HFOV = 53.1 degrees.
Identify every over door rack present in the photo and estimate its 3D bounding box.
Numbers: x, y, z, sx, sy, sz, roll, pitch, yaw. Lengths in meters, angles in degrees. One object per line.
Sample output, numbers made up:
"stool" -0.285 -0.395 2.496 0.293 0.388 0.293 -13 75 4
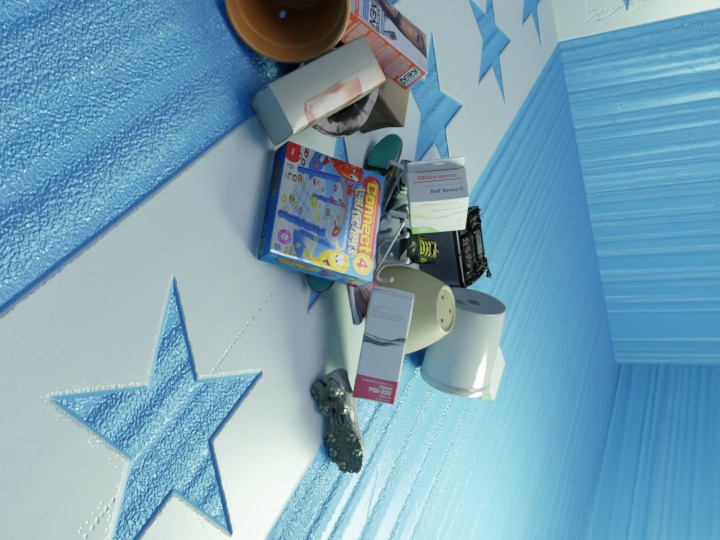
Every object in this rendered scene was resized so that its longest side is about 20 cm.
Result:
"over door rack" 0.070 -0.092 1.435 0.201 0.066 0.149 101 -8 -50

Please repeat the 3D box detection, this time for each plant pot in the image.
"plant pot" -0.109 -0.460 1.159 0.141 0.198 0.201 -85 153 -46

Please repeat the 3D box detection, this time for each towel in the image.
"towel" 0.000 0.000 1.385 0.200 0.030 0.148 -67 149 -70

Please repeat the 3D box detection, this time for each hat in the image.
"hat" -0.062 -0.331 1.303 0.199 0.081 0.203 4 83 -31

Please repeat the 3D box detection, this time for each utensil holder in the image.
"utensil holder" 0.237 0.161 1.653 0.169 0.168 0.202 -21 126 -59

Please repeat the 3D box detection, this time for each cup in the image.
"cup" 0.120 0.083 1.540 0.200 0.142 0.203 11 78 -60

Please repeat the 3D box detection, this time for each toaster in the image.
"toaster" 0.231 -0.049 1.770 0.180 0.117 0.203 -30 114 -56

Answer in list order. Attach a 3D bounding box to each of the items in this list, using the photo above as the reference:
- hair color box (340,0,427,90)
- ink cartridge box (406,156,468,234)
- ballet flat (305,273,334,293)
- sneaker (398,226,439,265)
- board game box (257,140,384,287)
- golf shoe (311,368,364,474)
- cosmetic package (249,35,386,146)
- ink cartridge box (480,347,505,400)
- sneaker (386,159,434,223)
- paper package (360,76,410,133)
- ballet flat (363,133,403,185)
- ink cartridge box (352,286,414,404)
"hair color box" 0.034 -0.435 1.313 0.199 0.064 0.112 29 48 -36
"ink cartridge box" 0.149 -0.142 1.402 0.200 0.116 0.068 73 12 -70
"ballet flat" -0.066 -0.060 1.312 0.064 0.066 0.203 28 62 -87
"sneaker" 0.129 -0.053 1.574 0.200 0.083 0.076 24 67 -81
"board game box" -0.063 -0.093 1.232 0.194 0.056 0.203 16 71 -27
"golf shoe" -0.024 0.278 1.345 0.097 0.077 0.202 -41 124 -61
"cosmetic package" -0.069 -0.296 1.188 0.199 0.103 0.088 -34 101 -23
"ink cartridge box" 0.354 0.244 2.029 0.146 0.047 0.201 -60 136 -44
"sneaker" 0.105 -0.166 1.548 0.199 0.078 0.131 -161 -103 -76
"paper package" 0.024 -0.414 1.457 0.190 0.102 0.202 41 52 -51
"ballet flat" 0.035 -0.197 1.509 0.076 0.067 0.201 83 28 -53
"ink cartridge box" 0.046 0.136 1.357 0.146 0.084 0.203 -7 106 -86
